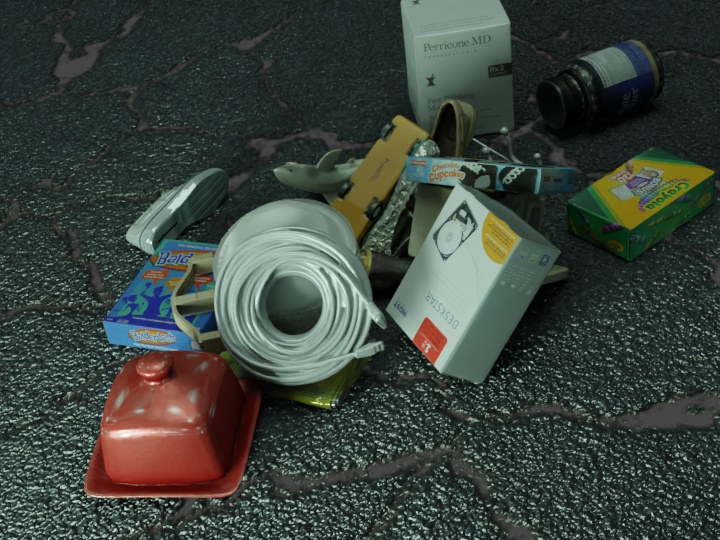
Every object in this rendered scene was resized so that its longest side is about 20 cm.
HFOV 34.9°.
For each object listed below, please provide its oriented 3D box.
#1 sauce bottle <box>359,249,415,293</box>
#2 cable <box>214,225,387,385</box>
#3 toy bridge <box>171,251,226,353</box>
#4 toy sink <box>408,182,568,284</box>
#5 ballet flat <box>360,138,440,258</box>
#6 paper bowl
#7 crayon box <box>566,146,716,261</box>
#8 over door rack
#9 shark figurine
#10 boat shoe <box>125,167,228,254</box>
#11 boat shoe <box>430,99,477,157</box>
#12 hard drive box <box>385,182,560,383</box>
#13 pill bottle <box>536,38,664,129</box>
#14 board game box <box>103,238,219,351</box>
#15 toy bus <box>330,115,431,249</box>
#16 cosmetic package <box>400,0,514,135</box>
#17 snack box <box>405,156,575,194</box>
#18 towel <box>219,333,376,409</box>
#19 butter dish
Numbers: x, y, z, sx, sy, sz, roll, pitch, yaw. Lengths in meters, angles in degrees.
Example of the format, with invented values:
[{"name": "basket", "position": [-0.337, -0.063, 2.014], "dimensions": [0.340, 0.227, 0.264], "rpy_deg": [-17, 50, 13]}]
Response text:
[{"name": "sauce bottle", "position": [0.000, 0.000, 1.624], "dimensions": [0.199, 0.066, 0.066], "rpy_deg": [-1, 37, 11]}, {"name": "cable", "position": [-0.083, 0.043, 1.441], "dimensions": [0.199, 0.201, 0.069], "rpy_deg": [-25, 1, 4]}, {"name": "toy bridge", "position": [-0.224, 0.044, 1.564], "dimensions": [0.067, 0.027, 0.200], "rpy_deg": [-12, 38, -5]}, {"name": "toy sink", "position": [0.187, -0.059, 1.588], "dimensions": [0.199, 0.113, 0.130], "rpy_deg": [14, 12, 28]}, {"name": "ballet flat", "position": [0.074, -0.090, 1.660], "dimensions": [0.071, 0.201, 0.072], "rpy_deg": [28, 14, -7]}, {"name": "paper bowl", "position": [-0.101, -0.014, 1.552], "dimensions": [0.199, 0.105, 0.202], "rpy_deg": [-6, 52, 8]}, {"name": "crayon box", "position": [0.414, -0.101, 1.687], "dimensions": [0.199, 0.059, 0.119], "rpy_deg": [-31, 42, -28]}, {"name": "over door rack", "position": [0.169, -0.175, 1.802], "dimensions": [0.199, 0.067, 0.148], "rpy_deg": [24, 45, 20]}, {"name": "shark figurine", "position": [-0.017, -0.140, 1.806], "dimensions": [0.213, 0.128, 0.090], "rpy_deg": [-12, 72, 9]}, {"name": "boat shoe", "position": [-0.292, -0.105, 1.812], "dimensions": [0.066, 0.074, 0.200], "rpy_deg": [19, 45, 28]}, {"name": "boat shoe", "position": [0.120, -0.156, 1.709], "dimensions": [0.071, 0.201, 0.064], "rpy_deg": [13, 6, 30]}, {"name": "hard drive box", "position": [0.140, 0.015, 1.464], "dimensions": [0.076, 0.201, 0.156], "rpy_deg": [16, 20, -37]}, {"name": "pill bottle", "position": [0.401, -0.309, 1.926], "dimensions": [0.199, 0.112, 0.112], "rpy_deg": [-23, 39, -18]}, {"name": "board game box", "position": [-0.254, 0.035, 1.642], "dimensions": [0.151, 0.045, 0.200], "rpy_deg": [6, 38, 18]}, {"name": "toy bus", "position": [0.028, -0.126, 1.692], "dimensions": [0.065, 0.078, 0.200], "rpy_deg": [34, 86, 20]}, {"name": "cosmetic package", "position": [0.166, -0.352, 1.953], "dimensions": [0.164, 0.201, 0.165], "rpy_deg": [-9, 36, -1]}, {"name": "snack box", "position": [0.175, -0.130, 1.546], "dimensions": [0.199, 0.037, 0.116], "rpy_deg": [9, 9, 32]}, {"name": "towel", "position": [-0.090, 0.120, 1.516], "dimensions": [0.199, 0.023, 0.144], "rpy_deg": [8, 40, 21]}, {"name": "butter dish", "position": [-0.233, 0.161, 1.380], "dimensions": [0.198, 0.149, 0.201], "rpy_deg": [-1, 38, 8]}]
